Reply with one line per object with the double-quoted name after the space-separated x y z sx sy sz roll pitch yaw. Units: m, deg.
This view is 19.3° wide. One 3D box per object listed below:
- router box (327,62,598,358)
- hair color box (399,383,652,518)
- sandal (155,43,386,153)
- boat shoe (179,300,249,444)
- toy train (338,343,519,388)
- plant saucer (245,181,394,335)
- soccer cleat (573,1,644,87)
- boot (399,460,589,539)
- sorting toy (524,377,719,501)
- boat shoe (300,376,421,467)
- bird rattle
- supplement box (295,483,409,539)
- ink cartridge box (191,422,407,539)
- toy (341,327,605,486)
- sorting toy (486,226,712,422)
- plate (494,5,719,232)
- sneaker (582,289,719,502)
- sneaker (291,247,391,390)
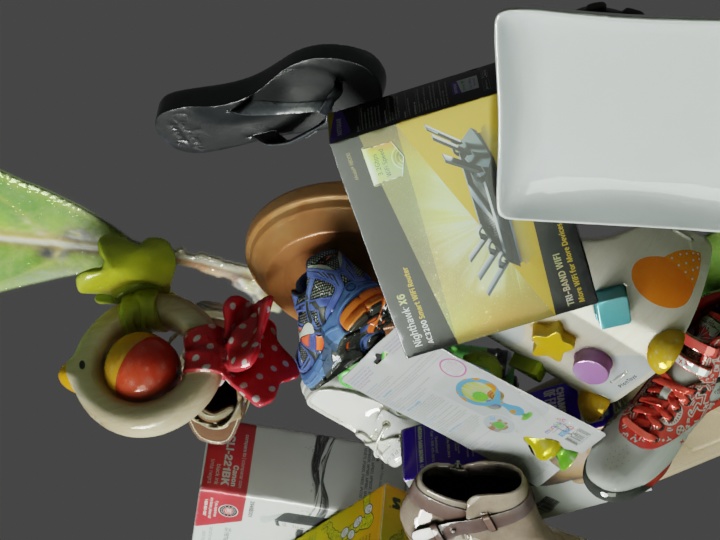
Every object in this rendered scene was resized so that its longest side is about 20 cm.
0.078 -0.046 1.590 0.156 0.052 0.201 -17 120 7 "router box"
0.147 0.168 1.876 0.199 0.065 0.110 -18 135 15 "hair color box"
-0.066 -0.118 1.609 0.199 0.043 0.076 -15 139 29 "sandal"
-0.137 0.108 1.918 0.075 0.072 0.201 6 145 2 "boat shoe"
0.043 0.080 1.875 0.198 0.042 0.057 6 135 2 "toy train"
0.000 0.000 1.770 0.198 0.038 0.201 5 146 4 "plant saucer"
0.227 -0.137 1.516 0.199 0.065 0.084 16 155 -10 "soccer cleat"
0.133 0.223 1.837 0.198 0.071 0.147 -1 139 1 "boot"
0.250 0.127 1.910 0.185 0.037 0.200 31 134 -30 "sorting toy"
0.037 0.145 1.940 0.199 0.070 0.071 19 145 -15 "boat shoe"
-0.161 0.072 1.777 0.199 0.163 0.113 35 163 19 "bird rattle"
0.004 0.299 1.986 0.108 0.110 0.200 25 141 -26 "supplement box"
-0.059 0.227 2.062 0.198 0.084 0.145 8 145 -3 "ink cartridge box"
0.098 0.102 1.771 0.199 0.047 0.115 31 143 -10 "toy"
0.154 0.028 1.720 0.179 0.107 0.200 23 142 -19 "sorting toy"
0.194 -0.109 1.474 0.198 0.032 0.201 4 138 9 "plate"
0.256 0.096 1.748 0.067 0.201 0.108 37 152 31 "sneaker"
-0.021 0.036 1.741 0.075 0.079 0.200 -30 168 -22 "sneaker"
